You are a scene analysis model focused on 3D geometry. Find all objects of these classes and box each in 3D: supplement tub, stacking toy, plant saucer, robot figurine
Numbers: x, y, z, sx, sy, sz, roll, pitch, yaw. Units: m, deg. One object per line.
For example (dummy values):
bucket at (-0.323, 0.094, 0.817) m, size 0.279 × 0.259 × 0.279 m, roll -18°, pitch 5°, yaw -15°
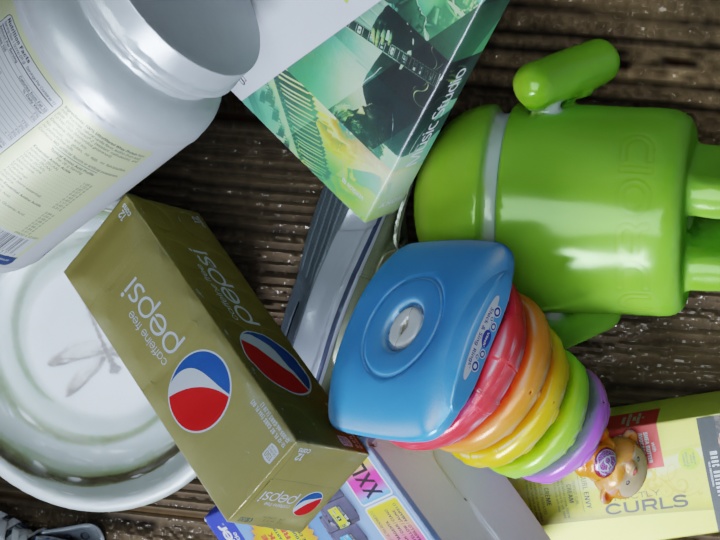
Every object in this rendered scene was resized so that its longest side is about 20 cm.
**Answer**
supplement tub at (-0.167, -0.105, 1.358) m, size 0.200 × 0.145 × 0.145 m, roll -35°, pitch 92°, yaw 28°
stacking toy at (0.091, 0.076, 1.341) m, size 0.200 × 0.109 × 0.117 m, roll 34°, pitch 71°, yaw -33°
plant saucer at (-0.160, 0.044, 1.490) m, size 0.199 × 0.050 × 0.201 m, roll 3°, pitch 102°, yaw 12°
robot figurine at (0.120, -0.034, 1.373) m, size 0.199 × 0.116 × 0.177 m, roll 3°, pitch 114°, yaw 13°

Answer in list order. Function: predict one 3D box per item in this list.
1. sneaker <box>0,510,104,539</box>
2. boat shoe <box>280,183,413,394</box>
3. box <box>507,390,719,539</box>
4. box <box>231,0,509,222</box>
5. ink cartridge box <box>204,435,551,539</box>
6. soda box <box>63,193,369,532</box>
sneaker at (-0.234, 0.165, 1.522) m, size 0.108 × 0.070 × 0.200 m, roll -34°, pitch 99°, yaw 22°
boat shoe at (0.000, 0.000, 1.443) m, size 0.062 × 0.072 × 0.201 m, roll 15°, pitch 110°, yaw -15°
box at (0.158, 0.118, 1.430) m, size 0.199 × 0.050 × 0.076 m, roll -9°, pitch 101°, yaw 16°
box at (0.002, -0.146, 1.331) m, size 0.144 × 0.036 × 0.201 m, roll 44°, pitch 131°, yaw 21°
ink cartridge box at (0.002, 0.161, 1.433) m, size 0.137 × 0.076 × 0.200 m, roll 54°, pitch 140°, yaw -5°
soda box at (-0.083, 0.050, 1.364) m, size 0.064 × 0.068 × 0.200 m, roll -50°, pitch 56°, yaw 18°
